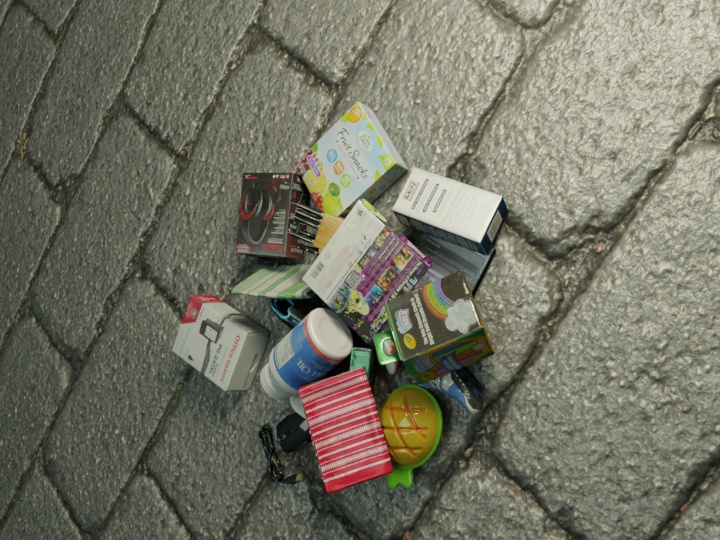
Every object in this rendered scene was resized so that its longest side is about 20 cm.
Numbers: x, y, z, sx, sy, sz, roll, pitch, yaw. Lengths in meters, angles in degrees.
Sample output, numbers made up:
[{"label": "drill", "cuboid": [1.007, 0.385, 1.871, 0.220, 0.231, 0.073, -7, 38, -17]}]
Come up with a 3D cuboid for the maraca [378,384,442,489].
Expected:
[{"label": "maraca", "cuboid": [0.083, 0.316, 1.333, 0.136, 0.106, 0.204, 32, 103, 33]}]

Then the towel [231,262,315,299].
[{"label": "towel", "cuboid": [-0.155, 0.019, 1.485, 0.195, 0.152, 0.024, 4, 116, 31]}]

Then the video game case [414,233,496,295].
[{"label": "video game case", "cuboid": [0.160, 0.017, 1.361, 0.141, 0.019, 0.204, 32, 104, 30]}]

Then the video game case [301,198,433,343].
[{"label": "video game case", "cuboid": [0.010, 0.002, 1.312, 0.181, 0.036, 0.201, 41, 112, 9]}]

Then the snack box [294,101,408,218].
[{"label": "snack box", "cuboid": [-0.022, -0.218, 1.463, 0.199, 0.067, 0.171, -40, 67, 21]}]

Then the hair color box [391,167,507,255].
[{"label": "hair color box", "cuboid": [0.169, -0.114, 1.326, 0.197, 0.061, 0.102, 24, 78, 30]}]

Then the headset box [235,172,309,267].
[{"label": "headset box", "cuboid": [-0.195, -0.110, 1.557, 0.145, 0.074, 0.206, 5, 89, 31]}]

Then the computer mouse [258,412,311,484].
[{"label": "computer mouse", "cuboid": [-0.143, 0.379, 1.504, 0.197, 0.046, 0.144, -27, 72, 27]}]

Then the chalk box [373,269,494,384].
[{"label": "chalk box", "cuboid": [0.121, 0.112, 1.253, 0.196, 0.124, 0.127, -22, 57, 10]}]

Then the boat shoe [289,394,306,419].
[{"label": "boat shoe", "cuboid": [-0.088, 0.273, 1.427, 0.200, 0.070, 0.070, -140, 54, -58]}]

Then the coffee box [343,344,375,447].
[{"label": "coffee box", "cuboid": [0.001, 0.253, 1.382, 0.043, 0.123, 0.206, 5, 87, 7]}]

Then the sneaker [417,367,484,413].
[{"label": "sneaker", "cuboid": [0.155, 0.200, 1.319, 0.078, 0.075, 0.200, -53, 52, 13]}]

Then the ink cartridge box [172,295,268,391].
[{"label": "ink cartridge box", "cuboid": [-0.323, 0.165, 1.610, 0.197, 0.083, 0.149, 28, 100, 30]}]

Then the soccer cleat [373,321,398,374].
[{"label": "soccer cleat", "cuboid": [0.032, 0.106, 1.380, 0.069, 0.083, 0.206, 128, 135, -68]}]

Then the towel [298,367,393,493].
[{"label": "towel", "cuboid": [-0.029, 0.301, 1.313, 0.141, 0.022, 0.205, -18, 83, 12]}]

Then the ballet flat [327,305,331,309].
[{"label": "ballet flat", "cuboid": [0.000, 0.000, 1.445, 0.200, 0.067, 0.064, -46, 38, 20]}]

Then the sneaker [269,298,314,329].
[{"label": "sneaker", "cuboid": [-0.160, 0.058, 1.496, 0.074, 0.081, 0.200, -55, 40, 7]}]

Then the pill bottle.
[{"label": "pill bottle", "cuboid": [-0.113, 0.174, 1.389, 0.200, 0.111, 0.114, -44, 65, 33]}]

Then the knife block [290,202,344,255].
[{"label": "knife block", "cuboid": [-0.041, -0.080, 1.391, 0.197, 0.064, 0.180, -26, 77, 24]}]

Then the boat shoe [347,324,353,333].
[{"label": "boat shoe", "cuboid": [-0.091, 0.148, 1.482, 0.200, 0.069, 0.067, -44, 67, 29]}]
